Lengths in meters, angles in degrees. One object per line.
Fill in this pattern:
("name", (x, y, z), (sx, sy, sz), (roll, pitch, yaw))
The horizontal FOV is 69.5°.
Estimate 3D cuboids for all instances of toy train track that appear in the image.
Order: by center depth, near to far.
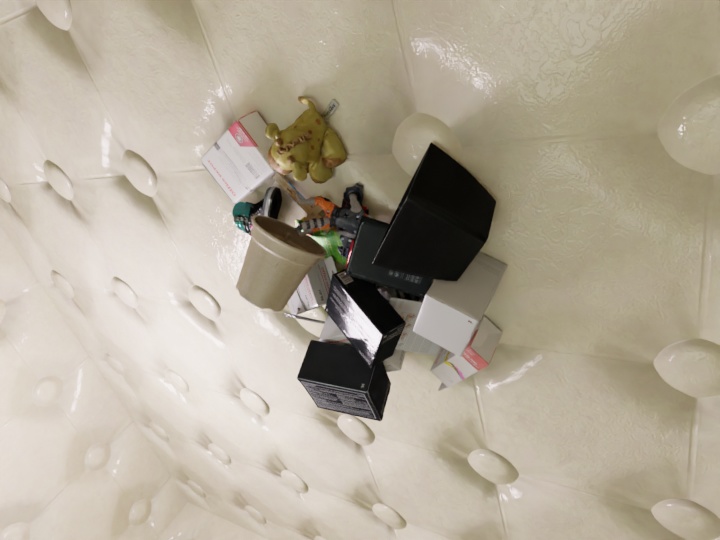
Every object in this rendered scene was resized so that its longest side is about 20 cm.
("toy train track", (-0.140, -0.175, 1.307), (0.200, 0.032, 0.115), (46, 127, 7))

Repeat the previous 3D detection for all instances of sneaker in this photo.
("sneaker", (0.060, 0.018, 1.287), (0.115, 0.076, 0.202), (-3, 124, 35))
("sneaker", (-0.280, -0.162, 1.388), (0.120, 0.084, 0.201), (25, 137, 4))

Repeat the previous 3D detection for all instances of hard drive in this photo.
("hard drive", (0.077, -0.029, 1.184), (0.198, 0.033, 0.141), (17, 108, -3))

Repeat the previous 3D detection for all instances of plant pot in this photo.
("plant pot", (0.159, -0.097, 1.051), (0.176, 0.201, 0.200), (27, 136, 0))
("plant pot", (-0.214, -0.009, 1.284), (0.200, 0.200, 0.184), (31, 103, 11))

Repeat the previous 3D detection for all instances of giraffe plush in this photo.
("giraffe plush", (-0.133, -0.265, 1.134), (0.172, 0.162, 0.201), (35, 137, 8))

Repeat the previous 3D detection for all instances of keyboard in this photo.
("keyboard", (-0.124, 0.142, 1.464), (0.056, 0.011, 0.199), (4, 170, 44))

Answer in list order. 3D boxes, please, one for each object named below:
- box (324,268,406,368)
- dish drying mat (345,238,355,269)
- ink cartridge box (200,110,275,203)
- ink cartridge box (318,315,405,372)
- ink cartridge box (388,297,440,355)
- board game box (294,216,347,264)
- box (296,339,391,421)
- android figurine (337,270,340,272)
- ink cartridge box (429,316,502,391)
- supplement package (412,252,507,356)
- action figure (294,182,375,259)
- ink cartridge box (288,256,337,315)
("box", (0.006, 0.109, 1.247), (0.200, 0.078, 0.142), (49, 143, 27))
("dish drying mat", (0.000, 0.000, 1.287), (0.076, 0.018, 0.201), (20, 143, 5))
("ink cartridge box", (-0.289, -0.277, 1.295), (0.199, 0.085, 0.146), (-25, 107, 43))
("ink cartridge box", (0.007, 0.198, 1.423), (0.145, 0.085, 0.200), (-19, 130, 44))
("ink cartridge box", (0.135, 0.129, 1.293), (0.172, 0.044, 0.201), (10, 135, -6))
("board game box", (-0.082, -0.074, 1.351), (0.199, 0.030, 0.096), (17, 130, 20))
("box", (-0.037, 0.295, 1.394), (0.198, 0.124, 0.199), (7, 147, 19))
("android figurine", (-0.036, 0.082, 1.435), (0.181, 0.041, 0.201), (24, 136, 19))
("ink cartridge box", (0.246, 0.209, 1.277), (0.067, 0.117, 0.200), (41, 137, -2))
("supplement package", (0.215, 0.059, 1.118), (0.119, 0.200, 0.122), (27, 135, 14))
("action figure", (-0.054, -0.099, 1.224), (0.192, 0.105, 0.201), (2, 121, -1))
("ink cartridge box", (-0.134, 0.044, 1.405), (0.200, 0.066, 0.117), (-25, 82, 54))
